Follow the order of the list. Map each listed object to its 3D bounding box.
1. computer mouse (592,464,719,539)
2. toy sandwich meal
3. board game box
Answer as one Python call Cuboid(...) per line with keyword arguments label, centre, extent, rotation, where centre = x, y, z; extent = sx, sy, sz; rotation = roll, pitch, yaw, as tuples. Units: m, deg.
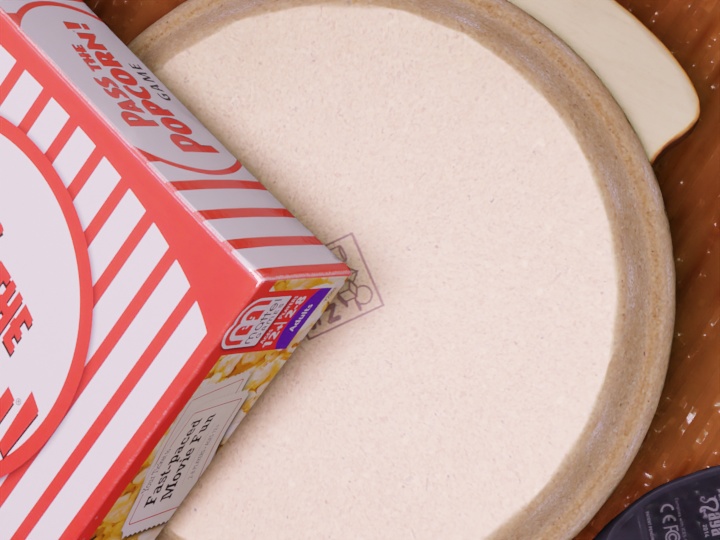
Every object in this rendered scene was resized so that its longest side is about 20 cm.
Cuboid(label="computer mouse", centre=(0.158, 0.079, 0.817), extent=(0.199, 0.034, 0.059), rotation=(-8, 70, 1))
Cuboid(label="toy sandwich meal", centre=(0.000, 0.000, 0.817), extent=(0.204, 0.070, 0.206), rotation=(0, 88, 10))
Cuboid(label="board game box", centre=(-0.115, 0.026, 0.786), extent=(0.151, 0.046, 0.200), rotation=(45, 113, 22))
